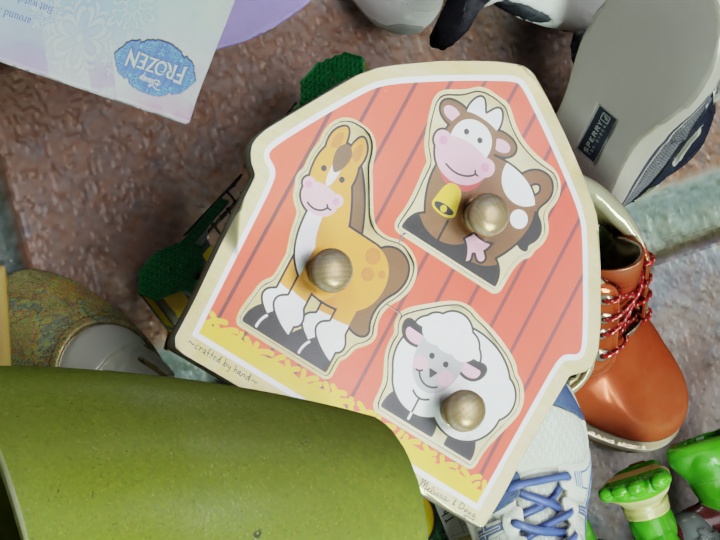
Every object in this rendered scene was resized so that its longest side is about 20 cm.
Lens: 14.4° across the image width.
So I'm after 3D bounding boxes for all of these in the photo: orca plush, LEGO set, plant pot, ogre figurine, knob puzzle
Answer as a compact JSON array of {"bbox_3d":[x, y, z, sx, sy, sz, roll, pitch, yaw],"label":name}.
[{"bbox_3d":[0.083,-0.151,1.515,0.200,0.071,0.106,-36,118,-51],"label":"orca plush"},{"bbox_3d":[0.000,0.000,1.401,0.200,0.153,0.116,-56,133,-25],"label":"LEGO set"},{"bbox_3d":[-0.079,0.120,1.225,0.199,0.187,0.188,-8,90,-26],"label":"plant pot"},{"bbox_3d":[0.188,0.153,1.542,0.200,0.098,0.120,-22,95,-52],"label":"ogre figurine"},{"bbox_3d":[0.033,-0.009,1.314,0.219,0.030,0.221,1,87,-21],"label":"knob puzzle"}]

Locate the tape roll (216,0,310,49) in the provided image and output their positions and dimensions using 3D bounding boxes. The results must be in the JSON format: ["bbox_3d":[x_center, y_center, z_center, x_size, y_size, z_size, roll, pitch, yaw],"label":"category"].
[{"bbox_3d":[-0.094,-0.205,1.344,0.199,0.085,0.201,-2,100,-14],"label":"tape roll"}]

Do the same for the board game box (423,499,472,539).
[{"bbox_3d":[0.034,0.092,1.489,0.105,0.023,0.201,-29,102,-31],"label":"board game box"}]

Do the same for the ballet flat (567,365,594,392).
[{"bbox_3d":[0.027,0.060,1.429,0.199,0.062,0.068,-19,98,-22],"label":"ballet flat"}]

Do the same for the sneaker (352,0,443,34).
[{"bbox_3d":[0.025,-0.224,1.477,0.070,0.080,0.201,0,87,-36],"label":"sneaker"}]

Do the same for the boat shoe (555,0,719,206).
[{"bbox_3d":[0.160,-0.103,1.503,0.075,0.200,0.093,47,50,12],"label":"boat shoe"}]

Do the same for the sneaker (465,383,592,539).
[{"bbox_3d":[0.093,0.144,1.419,0.075,0.088,0.201,-11,118,-19],"label":"sneaker"}]

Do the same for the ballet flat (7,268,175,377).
[{"bbox_3d":[-0.101,0.078,1.370,0.071,0.071,0.200,-45,110,-29],"label":"ballet flat"}]

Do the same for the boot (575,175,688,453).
[{"bbox_3d":[0.125,0.022,1.508,0.200,0.107,0.075,48,59,-24],"label":"boot"}]

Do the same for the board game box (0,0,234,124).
[{"bbox_3d":[-0.119,-0.183,1.229,0.200,0.043,0.200,17,96,-47],"label":"board game box"}]

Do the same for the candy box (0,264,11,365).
[{"bbox_3d":[-0.216,0.100,1.296,0.116,0.056,0.201,-3,89,-35],"label":"candy box"}]
